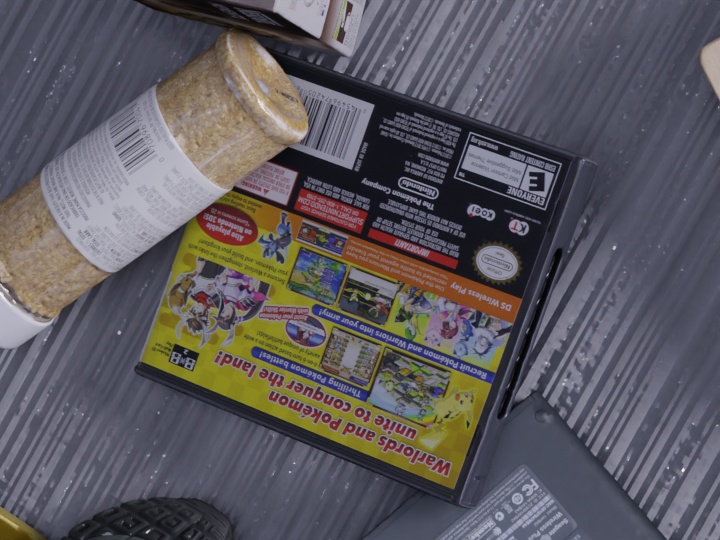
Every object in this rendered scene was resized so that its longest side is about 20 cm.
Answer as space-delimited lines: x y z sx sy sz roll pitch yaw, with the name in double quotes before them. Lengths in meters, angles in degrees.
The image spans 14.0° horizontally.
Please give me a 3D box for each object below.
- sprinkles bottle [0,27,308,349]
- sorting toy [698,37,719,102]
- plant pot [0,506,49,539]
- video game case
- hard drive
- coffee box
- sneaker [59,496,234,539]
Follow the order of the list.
"sprinkles bottle" -0.122 -0.040 1.480 0.200 0.068 0.068 -35 83 17
"sorting toy" 0.298 -0.063 1.426 0.198 0.070 0.201 -28 84 8
"plant pot" -0.305 0.190 1.466 0.195 0.194 0.201 30 102 9
"video game case" 0.000 0.000 1.469 0.199 0.025 0.182 21 91 26
"hard drive" 0.101 0.180 1.454 0.139 0.033 0.200 -39 82 -9
"coffee box" -0.064 -0.163 1.424 0.113 0.200 0.080 14 91 9
"sneaker" -0.139 0.199 1.492 0.200 0.091 0.076 -44 53 -14
